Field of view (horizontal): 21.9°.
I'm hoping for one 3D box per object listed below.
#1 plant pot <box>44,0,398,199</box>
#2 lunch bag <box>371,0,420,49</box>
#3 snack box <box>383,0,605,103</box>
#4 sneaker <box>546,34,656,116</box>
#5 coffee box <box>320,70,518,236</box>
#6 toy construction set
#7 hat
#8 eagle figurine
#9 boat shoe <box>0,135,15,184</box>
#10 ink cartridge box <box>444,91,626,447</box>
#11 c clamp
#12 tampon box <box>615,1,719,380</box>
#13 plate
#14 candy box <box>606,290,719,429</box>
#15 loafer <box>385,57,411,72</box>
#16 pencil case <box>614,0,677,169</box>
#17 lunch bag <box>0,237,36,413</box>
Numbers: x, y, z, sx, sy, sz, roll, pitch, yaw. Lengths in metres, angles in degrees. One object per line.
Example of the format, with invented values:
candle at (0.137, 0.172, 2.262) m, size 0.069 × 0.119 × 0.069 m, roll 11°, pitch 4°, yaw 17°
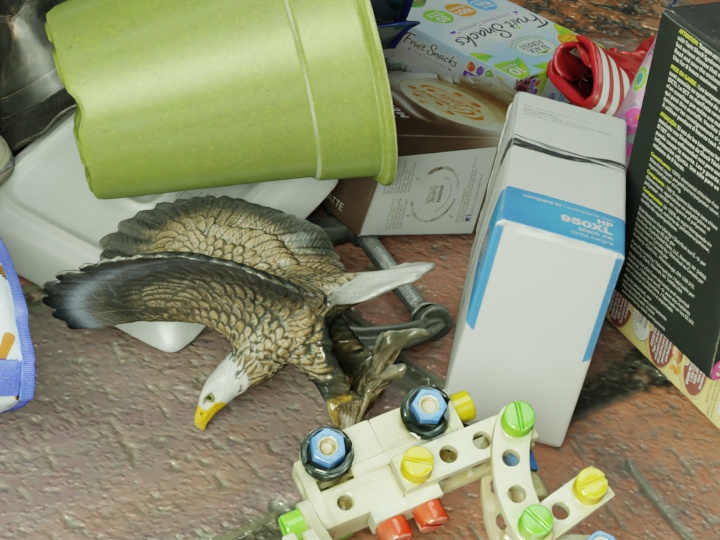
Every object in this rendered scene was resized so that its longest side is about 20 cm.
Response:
plant pot at (-0.095, -0.128, 1.174) m, size 0.188 × 0.201 × 0.200 m, roll -15°, pitch 35°, yaw -7°
lunch bag at (-0.049, -0.217, 1.345) m, size 0.169 × 0.201 × 0.128 m, roll -12°, pitch 58°, yaw -12°
snack box at (0.092, -0.200, 1.626) m, size 0.199 × 0.053 × 0.142 m, roll 31°, pitch 35°, yaw 28°
sneaker at (0.222, -0.175, 1.571) m, size 0.115 × 0.078 × 0.200 m, roll 40°, pitch 25°, yaw -13°
coffee box at (0.053, -0.087, 1.360) m, size 0.199 × 0.080 × 0.114 m, roll -3°, pitch 31°, yaw -41°
toy construction set at (0.034, 0.133, 1.000) m, size 0.199 × 0.092 × 0.132 m, roll -15°, pitch 66°, yaw -28°
hat at (-0.227, -0.161, 1.305) m, size 0.199 × 0.081 × 0.201 m, roll -24°, pitch 24°, yaw 12°
eagle figurine at (-0.069, 0.021, 1.088) m, size 0.199 × 0.152 × 0.151 m, roll 38°, pitch 63°, yaw 1°
boat shoe at (-0.307, -0.108, 1.245) m, size 0.199 × 0.072 × 0.076 m, roll 23°, pitch 64°, yaw 39°
ink cartridge box at (0.115, -0.006, 1.205) m, size 0.083 × 0.146 × 0.200 m, roll 15°, pitch 30°, yaw 0°
c clamp at (0.000, 0.000, 1.268) m, size 0.169 × 0.027 × 0.200 m, roll 1°, pitch 31°, yaw -21°
tampon box at (0.264, -0.058, 1.185) m, size 0.149 × 0.201 × 0.126 m, roll -11°, pitch 36°, yaw -28°
plate at (-0.145, -0.054, 1.238) m, size 0.199 × 0.032 × 0.200 m, roll 26°, pitch 50°, yaw 20°
candy box at (0.265, 0.052, 1.256) m, size 0.115 × 0.056 × 0.200 m, roll -6°, pitch 35°, yaw -28°
loafer at (-0.044, -0.115, 1.423) m, size 0.199 × 0.076 × 0.069 m, roll -16°, pitch 9°, yaw -41°
pencil case at (0.213, -0.089, 1.333) m, size 0.087 × 0.201 × 0.088 m, roll 23°, pitch 17°, yaw -8°
lunch bag at (-0.281, 0.024, 1.018) m, size 0.169 × 0.125 × 0.200 m, roll -2°, pitch 25°, yaw -27°
